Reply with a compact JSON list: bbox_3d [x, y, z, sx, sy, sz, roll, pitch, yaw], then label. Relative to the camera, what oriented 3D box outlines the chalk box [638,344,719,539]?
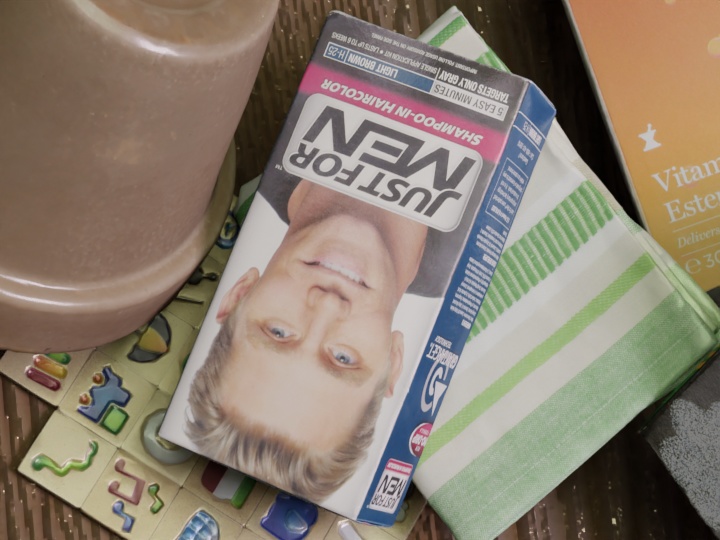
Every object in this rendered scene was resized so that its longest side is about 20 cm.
[{"bbox_3d":[0.234,0.044,0.939,0.124,0.200,0.125,-23,71,-38],"label":"chalk box"}]

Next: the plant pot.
[{"bbox_3d":[-0.118,-0.089,0.955,0.199,0.175,0.201,16,55,-25],"label":"plant pot"}]

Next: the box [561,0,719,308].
[{"bbox_3d":[0.186,-0.092,1.065,0.152,0.106,0.201,-20,77,8],"label":"box"}]

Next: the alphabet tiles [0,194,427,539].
[{"bbox_3d":[-0.056,0.058,1.042,0.200,0.006,0.167,32,68,-1],"label":"alphabet tiles"}]

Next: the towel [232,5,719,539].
[{"bbox_3d":[0.048,0.001,1.020,0.152,0.023,0.200,-40,73,6],"label":"towel"}]

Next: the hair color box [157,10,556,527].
[{"bbox_3d":[0.000,0.000,0.991,0.100,0.061,0.201,21,88,18],"label":"hair color box"}]
